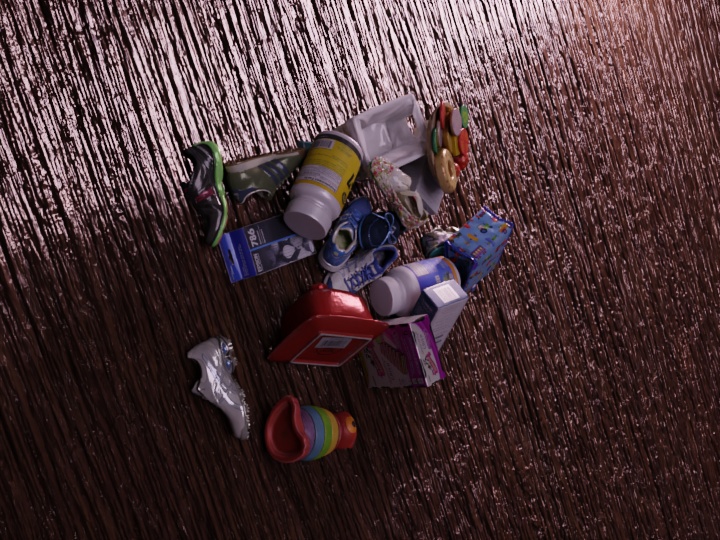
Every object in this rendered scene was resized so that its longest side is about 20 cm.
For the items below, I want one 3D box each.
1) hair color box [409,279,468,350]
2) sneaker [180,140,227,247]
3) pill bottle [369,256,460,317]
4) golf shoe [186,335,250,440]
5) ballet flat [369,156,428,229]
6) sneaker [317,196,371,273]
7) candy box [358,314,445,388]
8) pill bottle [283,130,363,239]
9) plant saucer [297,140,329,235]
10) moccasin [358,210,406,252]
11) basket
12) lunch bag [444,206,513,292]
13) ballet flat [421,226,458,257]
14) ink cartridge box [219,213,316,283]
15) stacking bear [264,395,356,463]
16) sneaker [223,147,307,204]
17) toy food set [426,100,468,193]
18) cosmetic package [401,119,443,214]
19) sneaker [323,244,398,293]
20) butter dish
[{"bbox_3d":[0.151,0.119,1.779,0.099,0.202,0.061,-16,53,-37],"label":"hair color box"},{"bbox_3d":[-0.301,-0.143,1.553,0.082,0.077,0.204,-6,84,-20],"label":"sneaker"},{"bbox_3d":[0.120,0.040,1.814,0.197,0.111,0.114,-15,93,-37],"label":"pill bottle"},{"bbox_3d":[-0.268,0.229,1.531,0.096,0.078,0.204,-16,88,-20],"label":"golf shoe"},{"bbox_3d":[0.089,-0.167,1.714,0.201,0.063,0.077,53,47,-41],"label":"ballet flat"},{"bbox_3d":[-0.020,-0.084,1.733,0.075,0.077,0.202,31,56,-8],"label":"sneaker"},{"bbox_3d":[0.076,0.173,1.707,0.060,0.198,0.139,-20,94,-37],"label":"candy box"},{"bbox_3d":[-0.077,-0.172,1.649,0.114,0.113,0.203,37,61,-27],"label":"pill bottle"},{"bbox_3d":[-0.098,-0.176,1.736,0.069,0.019,0.205,0,85,-37],"label":"plant saucer"},{"bbox_3d":[0.055,-0.098,1.760,0.200,0.067,0.082,-42,129,-60],"label":"moccasin"},{"bbox_3d":[0.039,-0.286,1.788,0.198,0.122,0.138,-29,101,-37],"label":"basket"},{"bbox_3d":[0.273,-0.020,1.913,0.150,0.094,0.202,-39,148,-27],"label":"lunch bag"},{"bbox_3d":[0.213,-0.074,1.929,0.198,0.071,0.074,-5,87,-46],"label":"ballet flat"},{"bbox_3d":[-0.186,-0.052,1.639,0.198,0.039,0.101,-23,99,-36],"label":"ink cartridge box"},{"bbox_3d":[-0.084,0.322,1.625,0.198,0.113,0.123,9,54,-47],"label":"stacking bear"},{"bbox_3d":[-0.188,-0.190,1.646,0.198,0.066,0.092,-20,110,-41],"label":"sneaker"},{"bbox_3d":[0.199,-0.283,1.828,0.200,0.048,0.202,-35,120,-57],"label":"toy food set"},{"bbox_3d":[0.155,-0.240,1.892,0.101,0.073,0.203,38,64,-44],"label":"cosmetic package"},{"bbox_3d":[0.000,0.000,1.744,0.200,0.087,0.076,-44,112,-31],"label":"sneaker"},{"bbox_3d":[-0.075,0.096,1.639,0.197,0.199,0.150,9,55,-35],"label":"butter dish"}]
